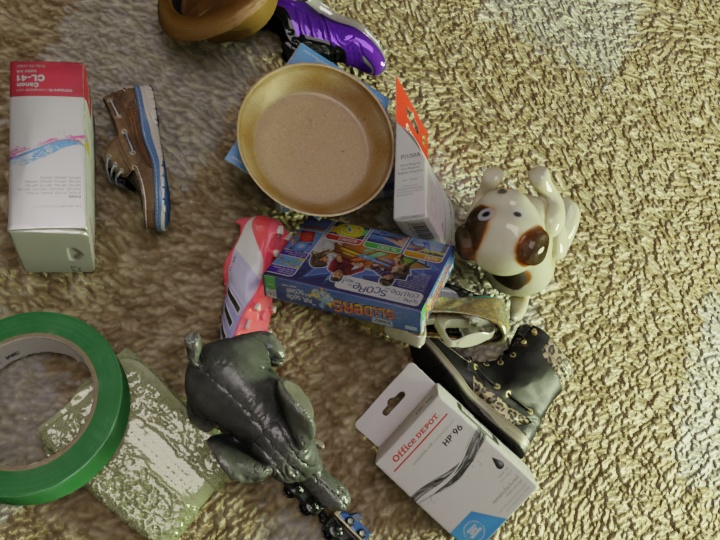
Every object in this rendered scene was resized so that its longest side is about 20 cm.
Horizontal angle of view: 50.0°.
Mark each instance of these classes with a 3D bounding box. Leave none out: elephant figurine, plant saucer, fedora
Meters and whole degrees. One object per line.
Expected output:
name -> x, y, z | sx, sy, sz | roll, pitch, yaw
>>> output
elephant figurine -> -0.096, 0.168, 0.830 | 0.154, 0.142, 0.200 | -13, 52, -45
plant saucer -> -0.056, -0.157, 0.950 | 0.198, 0.035, 0.203 | 4, 74, -15
fedora -> -0.174, -0.368, 1.034 | 0.198, 0.082, 0.203 | -9, 62, 17

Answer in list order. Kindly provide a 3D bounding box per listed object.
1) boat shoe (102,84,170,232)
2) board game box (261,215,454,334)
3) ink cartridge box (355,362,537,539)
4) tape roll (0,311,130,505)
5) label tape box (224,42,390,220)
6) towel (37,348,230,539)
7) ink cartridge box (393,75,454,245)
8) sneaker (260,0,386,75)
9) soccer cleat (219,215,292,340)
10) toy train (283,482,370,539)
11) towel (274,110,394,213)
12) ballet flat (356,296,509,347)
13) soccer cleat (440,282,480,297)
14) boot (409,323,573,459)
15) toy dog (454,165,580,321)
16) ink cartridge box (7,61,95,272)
boat shoe -> -0.280, -0.136, 0.959 | 0.071, 0.072, 0.202 | -9, 66, -14
board game box -> 0.000, 0.000, 0.929 | 0.198, 0.035, 0.136 | 13, 39, 19
ink cartridge box -> 0.098, 0.222, 0.927 | 0.200, 0.068, 0.116 | 42, 95, 0
tape roll -> -0.352, 0.145, 0.829 | 0.198, 0.048, 0.203 | 2, 64, -3
label tape box -> -0.069, -0.173, 1.005 | 0.142, 0.066, 0.201 | 31, 70, -5
towel -> -0.247, 0.201, 0.874 | 0.200, 0.036, 0.149 | 42, 68, 0
ink cartridge box -> 0.087, -0.129, 1.011 | 0.056, 0.163, 0.203 | -1, 71, 20
sneaker -> -0.061, -0.317, 1.081 | 0.199, 0.070, 0.100 | 34, 74, 1
soccer cleat -> -0.144, 0.027, 0.954 | 0.076, 0.067, 0.202 | 9, 75, 24
toy train -> -0.058, 0.262, 0.913 | 0.200, 0.034, 0.046 | 46, 54, 2
towel -> -0.038, -0.159, 1.057 | 0.198, 0.024, 0.149 | -10, 77, -19
ballet flat -> 0.089, 0.064, 0.943 | 0.197, 0.071, 0.072 | 2, 72, -10
soccer cleat -> 0.095, 0.050, 1.015 | 0.198, 0.068, 0.074 | 17, 95, -17
boot -> 0.174, 0.125, 1.002 | 0.200, 0.073, 0.150 | 44, 61, 10
toy dog -> 0.186, -0.040, 0.983 | 0.138, 0.200, 0.196 | 17, 90, 21
ink cartridge box -> -0.349, -0.114, 0.884 | 0.085, 0.148, 0.203 | 0, 72, -16
